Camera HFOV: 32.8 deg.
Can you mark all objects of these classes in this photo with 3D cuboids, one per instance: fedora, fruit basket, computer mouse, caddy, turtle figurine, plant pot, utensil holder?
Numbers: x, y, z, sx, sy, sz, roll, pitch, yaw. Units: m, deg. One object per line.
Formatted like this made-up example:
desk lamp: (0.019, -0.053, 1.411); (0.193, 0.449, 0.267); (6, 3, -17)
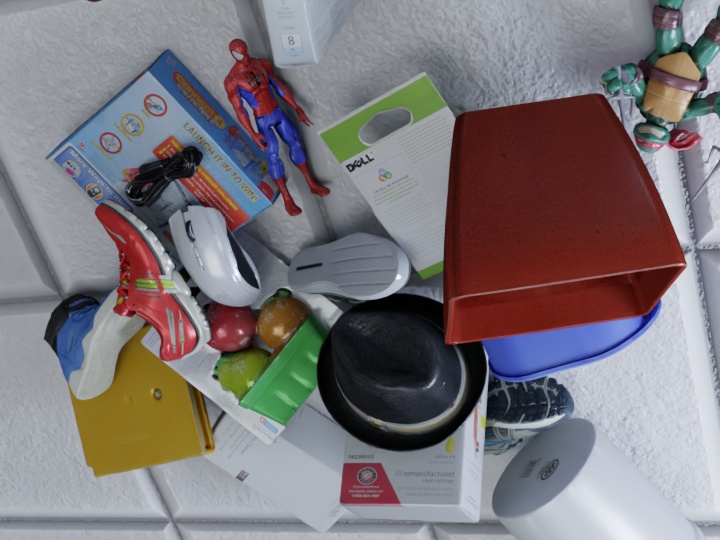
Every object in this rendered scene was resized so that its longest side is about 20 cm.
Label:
fedora: (0.035, 0.096, 1.330); (0.200, 0.201, 0.092); (2, 156, 19)
fruit basket: (-0.127, 0.077, 1.450); (0.200, 0.094, 0.185); (39, 96, 4)
computer mouse: (-0.177, -0.035, 1.354); (0.109, 0.044, 0.200); (-19, 113, 29)
caddy: (0.215, 0.048, 1.290); (0.200, 0.141, 0.105); (-19, 111, 30)
turtle figurine: (0.289, -0.174, 1.129); (0.149, 0.101, 0.200); (10, 112, -8)
plant pot: (0.165, -0.049, 1.118); (0.199, 0.177, 0.200); (-8, 165, 1)
utensil holder: (0.276, 0.296, 1.430); (0.170, 0.170, 0.200); (-33, 107, 35)

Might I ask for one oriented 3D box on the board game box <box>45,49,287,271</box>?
board game box: (-0.220, -0.114, 1.383); (0.196, 0.056, 0.200); (-31, 110, 34)

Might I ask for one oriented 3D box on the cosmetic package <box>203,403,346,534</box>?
cosmetic package: (-0.091, 0.235, 1.572); (0.200, 0.081, 0.113); (34, 127, -5)

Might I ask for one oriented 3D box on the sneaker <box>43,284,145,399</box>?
sneaker: (-0.333, 0.059, 1.516); (0.111, 0.077, 0.200); (52, 134, 25)

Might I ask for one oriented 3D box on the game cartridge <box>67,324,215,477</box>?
game cartridge: (-0.289, 0.166, 1.575); (0.200, 0.032, 0.177); (-15, 86, 31)

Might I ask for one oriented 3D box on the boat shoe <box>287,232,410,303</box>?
boat shoe: (0.000, 0.000, 1.353); (0.071, 0.072, 0.200); (16, 172, -35)

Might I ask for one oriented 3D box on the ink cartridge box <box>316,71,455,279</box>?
ink cartridge box: (0.076, -0.109, 1.268); (0.148, 0.076, 0.200); (-25, 112, 32)

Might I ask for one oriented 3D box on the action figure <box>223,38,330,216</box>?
action figure: (-0.093, -0.156, 1.303); (0.052, 0.065, 0.200); (29, 149, 59)

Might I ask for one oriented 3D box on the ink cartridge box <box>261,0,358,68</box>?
ink cartridge box: (-0.054, -0.309, 1.115); (0.047, 0.160, 0.200); (0, 124, 18)

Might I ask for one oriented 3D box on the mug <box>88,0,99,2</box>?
mug: (-0.172, -0.342, 1.157); (0.199, 0.134, 0.178); (4, 127, 13)

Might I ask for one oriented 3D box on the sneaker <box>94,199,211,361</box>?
sneaker: (-0.245, 0.013, 1.367); (0.200, 0.085, 0.077); (58, 167, -5)

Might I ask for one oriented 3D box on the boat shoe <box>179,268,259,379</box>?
boat shoe: (-0.205, 0.059, 1.494); (0.200, 0.070, 0.070); (45, 131, -12)

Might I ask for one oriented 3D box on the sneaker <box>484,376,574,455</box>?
sneaker: (0.168, 0.177, 1.455); (0.200, 0.078, 0.086); (-13, 135, 32)

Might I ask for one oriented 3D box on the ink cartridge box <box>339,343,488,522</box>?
ink cartridge box: (0.063, 0.178, 1.391); (0.145, 0.201, 0.083); (-3, 156, 21)
